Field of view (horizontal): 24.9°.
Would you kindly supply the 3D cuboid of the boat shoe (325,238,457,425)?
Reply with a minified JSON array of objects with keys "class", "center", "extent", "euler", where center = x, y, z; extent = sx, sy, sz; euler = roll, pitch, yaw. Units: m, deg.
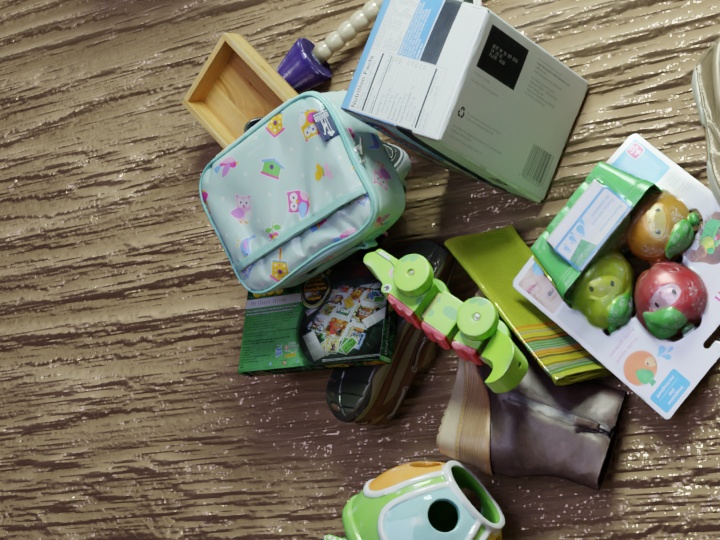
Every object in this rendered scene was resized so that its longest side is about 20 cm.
[{"class":"boat shoe","center":[0.040,0.065,1.629],"extent":[0.076,0.073,0.201],"euler":[37,99,50]}]

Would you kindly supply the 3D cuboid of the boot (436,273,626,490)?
[{"class":"boot","center":[0.172,0.104,1.536],"extent":[0.164,0.072,0.202],"euler":[8,66,20]}]

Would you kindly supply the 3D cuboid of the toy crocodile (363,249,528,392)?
[{"class":"toy crocodile","center":[0.077,0.043,1.515],"extent":[0.199,0.068,0.062],"euler":[35,81,29]}]

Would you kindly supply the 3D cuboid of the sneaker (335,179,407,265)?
[{"class":"sneaker","center":[0.000,0.000,1.685],"extent":[0.200,0.070,0.099],"euler":[-50,57,17]}]

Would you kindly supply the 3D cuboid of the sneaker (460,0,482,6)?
[{"class":"sneaker","center":[0.063,-0.228,1.686],"extent":[0.074,0.087,0.202],"euler":[10,82,64]}]

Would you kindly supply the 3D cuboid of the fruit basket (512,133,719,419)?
[{"class":"fruit basket","center":[0.260,0.001,1.475],"extent":[0.186,0.094,0.200],"euler":[-51,59,7]}]

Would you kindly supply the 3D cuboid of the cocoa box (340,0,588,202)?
[{"class":"cocoa box","center":[0.103,-0.170,1.576],"extent":[0.130,0.199,0.135],"euler":[21,89,39]}]

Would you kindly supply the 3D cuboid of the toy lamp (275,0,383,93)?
[{"class":"toy lamp","center":[-0.011,-0.266,1.783],"extent":[0.199,0.058,0.059],"euler":[-39,56,21]}]

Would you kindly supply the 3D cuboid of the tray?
[{"class":"tray","center":[-0.105,-0.159,1.793],"extent":[0.200,0.037,0.099],"euler":[46,116,22]}]

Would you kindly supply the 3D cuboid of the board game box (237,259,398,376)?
[{"class":"board game box","center":[-0.043,0.049,1.643],"extent":[0.198,0.023,0.106],"euler":[-7,71,41]}]

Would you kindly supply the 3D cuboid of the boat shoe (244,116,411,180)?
[{"class":"boat shoe","center":[-0.040,-0.128,1.680],"extent":[0.198,0.067,0.070],"euler":[14,57,38]}]

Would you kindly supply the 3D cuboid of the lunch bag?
[{"class":"lunch bag","center":[-0.057,-0.074,1.612],"extent":[0.199,0.077,0.162],"euler":[-32,76,32]}]

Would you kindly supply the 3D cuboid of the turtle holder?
[{"class":"turtle holder","center":[0.070,0.262,1.499],"extent":[0.132,0.141,0.186],"euler":[-42,54,16]}]

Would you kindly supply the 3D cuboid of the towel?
[{"class":"towel","center":[0.164,0.029,1.542],"extent":[0.201,0.085,0.018],"euler":[54,138,35]}]

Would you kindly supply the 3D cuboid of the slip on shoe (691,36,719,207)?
[{"class":"slip on shoe","center":[0.348,-0.121,1.455],"extent":[0.075,0.061,0.202],"euler":[-2,61,-9]}]
